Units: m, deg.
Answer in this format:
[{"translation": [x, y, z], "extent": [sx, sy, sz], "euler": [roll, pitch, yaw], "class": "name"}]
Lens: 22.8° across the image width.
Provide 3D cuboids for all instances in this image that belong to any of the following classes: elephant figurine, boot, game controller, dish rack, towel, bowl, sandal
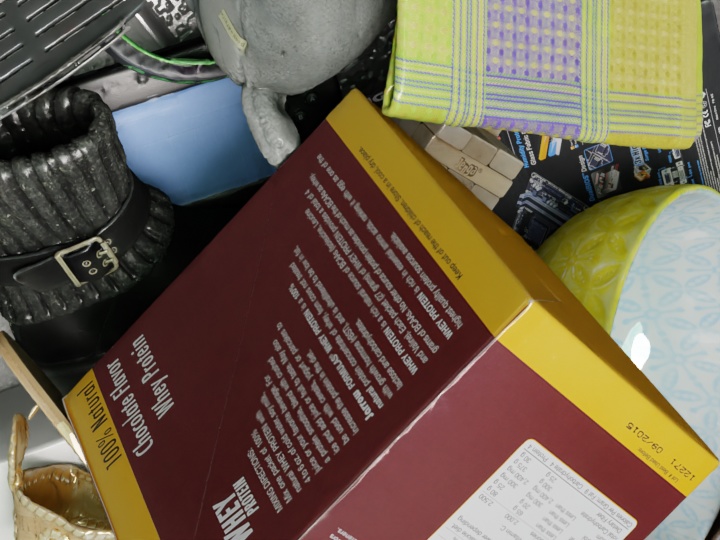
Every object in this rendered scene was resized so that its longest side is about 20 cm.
[{"translation": [0.010, -0.172, 0.843], "extent": [0.199, 0.142, 0.156], "euler": [-21, 142, -32], "class": "elephant figurine"}, {"translation": [-0.104, -0.030, 0.905], "extent": [0.210, 0.080, 0.159], "euler": [-20, 125, -5], "class": "boot"}, {"translation": [-0.105, -0.065, 0.951], "extent": [0.199, 0.042, 0.105], "euler": [-18, 109, -6], "class": "game controller"}, {"translation": [-0.193, -0.165, 0.842], "extent": [0.153, 0.055, 0.200], "euler": [-35, 65, 1], "class": "dish rack"}, {"translation": [0.091, -0.131, 0.825], "extent": [0.199, 0.023, 0.145], "euler": [0, 91, -38], "class": "towel"}, {"translation": [0.118, 0.051, 0.918], "extent": [0.200, 0.107, 0.202], "euler": [-18, 112, -54], "class": "bowl"}, {"translation": [-0.134, 0.131, 0.869], "extent": [0.070, 0.078, 0.212], "euler": [-39, 116, -5], "class": "sandal"}]

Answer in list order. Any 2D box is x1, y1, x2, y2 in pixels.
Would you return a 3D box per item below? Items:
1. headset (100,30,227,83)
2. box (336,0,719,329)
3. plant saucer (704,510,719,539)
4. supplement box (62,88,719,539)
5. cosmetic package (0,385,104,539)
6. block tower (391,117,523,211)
[{"translation": [-0.084, -0.196, 0.889], "extent": [0.123, 0.094, 0.202], "euler": [0, 89, -12], "class": "headset"}, {"translation": [0.110, -0.037, 0.963], "extent": [0.197, 0.050, 0.201], "euler": [-21, 126, 2], "class": "box"}, {"translation": [0.207, 0.140, 1.002], "extent": [0.032, 0.200, 0.201], "euler": [33, 97, 3], "class": "plant saucer"}, {"translation": [0.003, 0.068, 0.767], "extent": [0.200, 0.197, 0.133], "euler": [-46, 125, 7], "class": "supplement box"}, {"translation": [-0.167, 0.111, 0.954], "extent": [0.199, 0.108, 0.085], "euler": [-20, 110, -4], "class": "cosmetic package"}, {"translation": [0.000, 0.000, 0.880], "extent": [0.054, 0.058, 0.201], "euler": [28, 103, -31], "class": "block tower"}]
